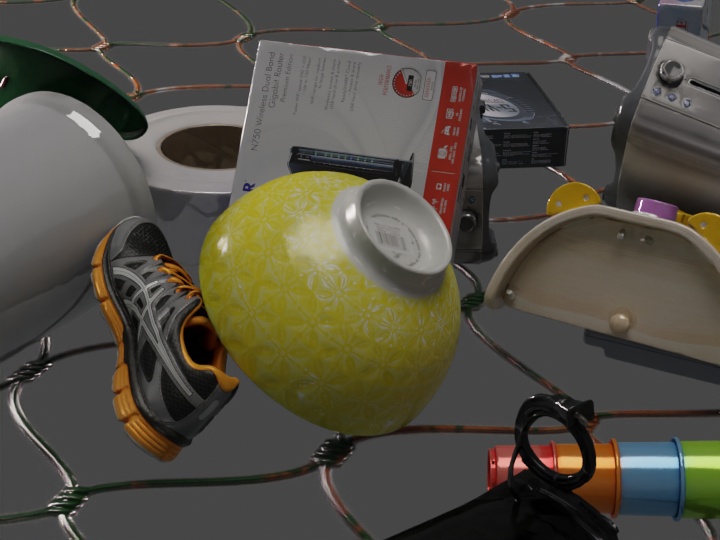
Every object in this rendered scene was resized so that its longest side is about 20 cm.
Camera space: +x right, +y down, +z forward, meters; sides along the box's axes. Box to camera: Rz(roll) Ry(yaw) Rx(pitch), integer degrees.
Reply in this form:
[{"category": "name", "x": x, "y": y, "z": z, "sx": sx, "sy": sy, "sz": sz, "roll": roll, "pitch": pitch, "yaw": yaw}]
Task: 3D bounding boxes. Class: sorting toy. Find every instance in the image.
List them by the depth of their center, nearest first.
[{"category": "sorting toy", "x": 0.223, "y": -0.006, "z": 1.088, "sx": 0.199, "sy": 0.107, "sz": 0.180, "roll": 15, "pitch": 11, "yaw": 23}]

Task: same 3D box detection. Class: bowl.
[{"category": "bowl", "x": 0.000, "y": 0.000, "z": 0.992, "sx": 0.200, "sy": 0.108, "sz": 0.201, "roll": 24, "pitch": 42, "yaw": -23}]

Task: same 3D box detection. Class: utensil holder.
[{"category": "utensil holder", "x": -0.276, "y": -0.018, "z": 1.055, "sx": 0.170, "sy": 0.170, "sz": 0.200, "roll": 18, "pitch": 35, "yaw": 28}]

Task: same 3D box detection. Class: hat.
[{"category": "hat", "x": -0.287, "y": -0.074, "z": 1.185, "sx": 0.165, "sy": 0.177, "sz": 0.200, "roll": 27, "pitch": -15, "yaw": -20}]

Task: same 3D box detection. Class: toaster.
[{"category": "toaster", "x": 0.270, "y": -0.096, "z": 1.150, "sx": 0.129, "sy": 0.200, "sz": 0.114, "roll": 22, "pitch": 69, "yaw": 14}, {"category": "toaster", "x": 0.049, "y": -0.084, "z": 1.254, "sx": 0.129, "sy": 0.114, "sz": 0.200, "roll": -1, "pitch": 30, "yaw": 0}]

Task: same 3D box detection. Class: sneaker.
[{"category": "sneaker", "x": -0.129, "y": 0.036, "z": 0.998, "sx": 0.077, "sy": 0.078, "sz": 0.200, "roll": -34, "pitch": 49, "yaw": 18}]

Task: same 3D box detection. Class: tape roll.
[{"category": "tape roll", "x": -0.127, "y": -0.079, "z": 1.280, "sx": 0.202, "sy": 0.071, "sz": 0.203, "roll": 2, "pitch": 28, "yaw": -1}]

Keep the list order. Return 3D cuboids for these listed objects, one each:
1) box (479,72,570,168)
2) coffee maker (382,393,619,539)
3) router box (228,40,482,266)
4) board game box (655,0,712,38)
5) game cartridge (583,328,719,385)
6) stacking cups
[{"category": "box", "x": 0.092, "y": -0.151, "z": 1.457, "sx": 0.199, "sy": 0.044, "sz": 0.160, "roll": -2, "pitch": 27, "yaw": -8}, {"category": "coffee maker", "x": 0.016, "y": 0.174, "z": 0.676, "sx": 0.199, "sy": 0.193, "sz": 0.135, "roll": -14, "pitch": 3, "yaw": -32}, {"category": "router box", "x": -0.007, "y": -0.070, "z": 1.145, "sx": 0.179, "sy": 0.201, "sz": 0.049, "roll": 8, "pitch": -8, "yaw": 11}, {"category": "board game box", "x": 0.298, "y": -0.181, "z": 1.359, "sx": 0.041, "sy": 0.201, "sz": 0.200, "roll": 9, "pitch": 27, "yaw": 14}, {"category": "game cartridge", "x": 0.269, "y": 0.022, "z": 1.149, "sx": 0.133, "sy": 0.041, "sz": 0.200, "roll": 17, "pitch": 31, "yaw": 19}, {"category": "stacking cups", "x": 0.180, "y": 0.136, "z": 0.911, "sx": 0.199, "sy": 0.061, "sz": 0.061, "roll": -2, "pitch": 28, "yaw": 2}]
